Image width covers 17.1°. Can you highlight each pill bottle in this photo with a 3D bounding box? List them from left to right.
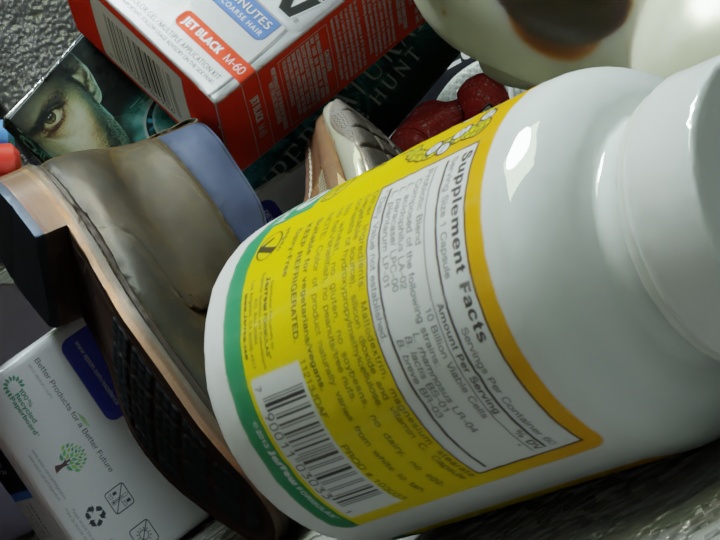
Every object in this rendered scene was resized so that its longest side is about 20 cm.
[{"bbox_3d":[0.053,0.007,0.699,0.200,0.113,0.113,-24,11,47],"label":"pill bottle"}]

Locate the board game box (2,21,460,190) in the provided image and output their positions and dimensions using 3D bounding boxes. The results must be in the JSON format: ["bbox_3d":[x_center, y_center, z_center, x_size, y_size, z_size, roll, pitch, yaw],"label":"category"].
[{"bbox_3d":[-0.045,-0.095,1.075,0.200,0.135,0.028,-51,-1,-16],"label":"board game box"}]

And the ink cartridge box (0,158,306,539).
[{"bbox_3d":[-0.063,0.039,0.999,0.200,0.100,0.039,-35,5,-26],"label":"ink cartridge box"}]

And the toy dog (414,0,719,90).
[{"bbox_3d":[0.121,-0.109,0.941,0.194,0.200,0.140,12,-71,-47],"label":"toy dog"}]

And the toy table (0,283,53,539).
[{"bbox_3d":[-0.224,0.070,1.207,0.200,0.184,0.117,-8,7,-37],"label":"toy table"}]

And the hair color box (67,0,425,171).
[{"bbox_3d":[-0.018,-0.148,1.029,0.200,0.111,0.064,-40,-25,-16],"label":"hair color box"}]

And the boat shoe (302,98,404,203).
[{"bbox_3d":[0.000,0.000,0.934,0.072,0.076,0.200,-42,27,14],"label":"boat shoe"}]

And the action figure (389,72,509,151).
[{"bbox_3d":[0.023,0.001,1.075,0.200,0.099,0.065,-54,0,30],"label":"action figure"}]

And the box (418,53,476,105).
[{"bbox_3d":[0.128,-0.129,1.266,0.200,0.049,0.161,-27,-17,36],"label":"box"}]

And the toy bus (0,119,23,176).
[{"bbox_3d":[-0.237,-0.026,1.116,0.192,0.136,0.200,1,29,-13],"label":"toy bus"}]

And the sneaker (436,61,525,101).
[{"bbox_3d":[0.027,-0.028,1.226,0.200,0.070,0.080,-36,-18,8],"label":"sneaker"}]

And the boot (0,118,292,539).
[{"bbox_3d":[-0.058,0.013,0.922,0.097,0.200,0.075,-27,-33,-23],"label":"boot"}]
